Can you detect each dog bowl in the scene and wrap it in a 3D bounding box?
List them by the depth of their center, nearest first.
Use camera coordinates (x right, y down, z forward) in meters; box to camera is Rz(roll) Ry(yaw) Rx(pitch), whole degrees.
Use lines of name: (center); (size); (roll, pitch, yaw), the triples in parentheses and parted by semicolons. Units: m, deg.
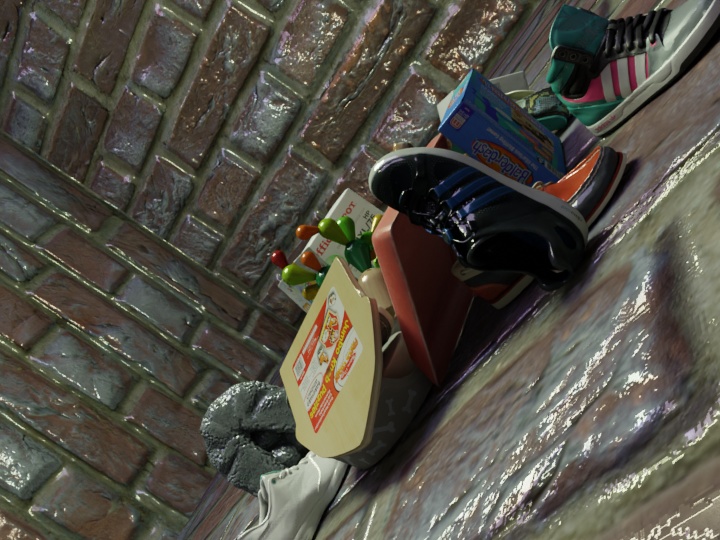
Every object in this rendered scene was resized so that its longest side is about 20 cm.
dog bowl: (0.025, 0.143, 0.863); (0.200, 0.059, 0.200); (-56, 4, 6)

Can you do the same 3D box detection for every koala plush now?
koala plush: (-0.127, 0.253, 1.104); (0.200, 0.183, 0.178); (55, -128, -72)

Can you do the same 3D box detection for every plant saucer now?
plant saucer: (0.072, -0.015, 0.786); (0.037, 0.201, 0.200); (-3, 35, 26)

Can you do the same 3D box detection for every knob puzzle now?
knob puzzle: (-0.020, 0.112, 0.789); (0.219, 0.030, 0.221); (-30, 55, 53)

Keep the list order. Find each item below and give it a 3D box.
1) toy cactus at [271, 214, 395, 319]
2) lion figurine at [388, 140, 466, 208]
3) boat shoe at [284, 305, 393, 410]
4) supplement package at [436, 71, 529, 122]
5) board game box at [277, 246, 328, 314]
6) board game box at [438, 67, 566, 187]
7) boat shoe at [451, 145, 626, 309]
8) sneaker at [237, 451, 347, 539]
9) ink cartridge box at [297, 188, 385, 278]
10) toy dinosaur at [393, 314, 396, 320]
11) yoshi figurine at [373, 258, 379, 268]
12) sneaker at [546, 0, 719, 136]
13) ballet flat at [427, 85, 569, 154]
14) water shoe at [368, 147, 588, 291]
toy cactus: (0.000, 0.000, 0.935); (0.199, 0.165, 0.103); (-14, -38, -20)
lion figurine: (0.076, -0.111, 0.996); (0.122, 0.072, 0.200); (-37, -17, -23)
boat shoe: (-0.037, 0.119, 0.882); (0.200, 0.073, 0.062); (-46, 8, 32)
supplement package: (0.195, -0.232, 1.153); (0.113, 0.110, 0.200); (-15, 7, 0)
board game box: (-0.028, 0.062, 1.089); (0.034, 0.200, 0.134); (-48, 1, -23)
board game box: (0.171, -0.159, 0.865); (0.045, 0.152, 0.200); (-50, 6, 27)
boat shoe: (0.166, -0.045, 0.694); (0.200, 0.062, 0.071); (-51, 4, 35)
sneaker: (-0.080, 0.266, 0.906); (0.075, 0.088, 0.200); (-53, 5, 46)
ink cartridge box: (0.010, -0.007, 1.195); (0.147, 0.200, 0.146); (-57, 5, -11)
toy dinosaur: (0.085, -0.033, 0.896); (0.200, 0.058, 0.101); (-61, -38, -49)
yoshi figurine: (0.062, 0.036, 1.021); (0.200, 0.112, 0.113); (-160, 88, -83)
sneaker: (0.250, -0.228, 0.717); (0.084, 0.121, 0.200); (-58, 5, -32)
ballet flat: (0.187, -0.208, 1.020); (0.199, 0.075, 0.074); (-12, 20, 16)
water shoe: (0.092, -0.047, 0.622); (0.079, 0.199, 0.072); (-58, -20, -43)
